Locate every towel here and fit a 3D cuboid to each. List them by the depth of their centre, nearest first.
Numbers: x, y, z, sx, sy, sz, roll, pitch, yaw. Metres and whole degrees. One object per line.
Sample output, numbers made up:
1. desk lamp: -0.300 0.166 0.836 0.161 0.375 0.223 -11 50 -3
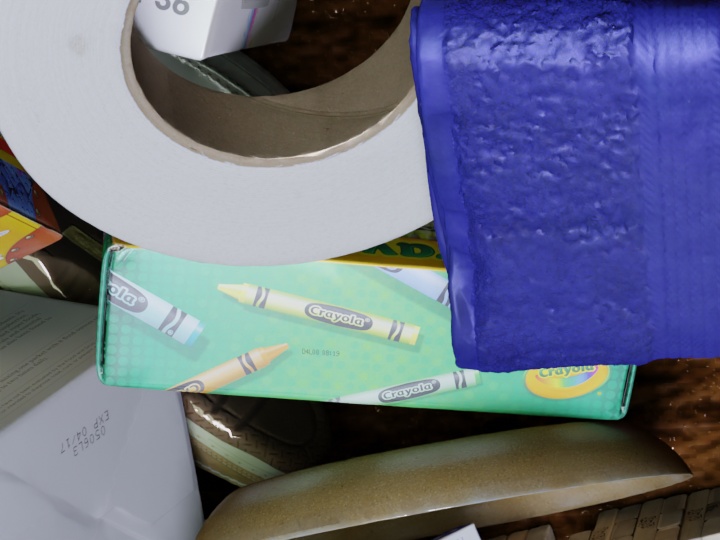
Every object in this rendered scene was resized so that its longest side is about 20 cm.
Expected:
1. towel: 0.120 -0.034 0.806 0.198 0.050 0.148 -1 129 10

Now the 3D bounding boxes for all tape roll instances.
1. tape roll: -0.029 -0.086 0.816 0.201 0.037 0.204 -5 134 -5

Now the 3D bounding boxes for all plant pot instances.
1. plant pot: 0.029 0.086 0.962 0.199 0.200 0.028 -13 81 15

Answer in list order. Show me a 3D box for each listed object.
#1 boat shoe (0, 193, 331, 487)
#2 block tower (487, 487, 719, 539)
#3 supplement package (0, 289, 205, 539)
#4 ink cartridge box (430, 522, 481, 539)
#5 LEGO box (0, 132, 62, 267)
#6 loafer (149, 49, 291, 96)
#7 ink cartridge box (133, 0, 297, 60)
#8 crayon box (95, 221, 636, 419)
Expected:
1. boat shoe: -0.103 0.035 1.041 0.200 0.072 0.076 38 123 9
2. block tower: 0.093 0.137 1.030 0.199 0.054 0.058 -16 103 16
3. supplement package: -0.178 0.083 0.995 0.199 0.121 0.121 9 119 34
4. ink cartridge box: -0.041 0.160 0.953 0.199 0.094 0.044 -25 84 -5
5. LEGO box: -0.232 -0.045 0.924 0.199 0.077 0.150 -25 73 11
6. loafer: -0.120 -0.077 1.001 0.199 0.070 0.070 18 109 6
7. ink cartridge box: -0.091 -0.125 0.908 0.116 0.200 0.068 15 99 7
8. crayon box: 0.000 0.000 0.946 0.198 0.119 0.059 4 113 -7
